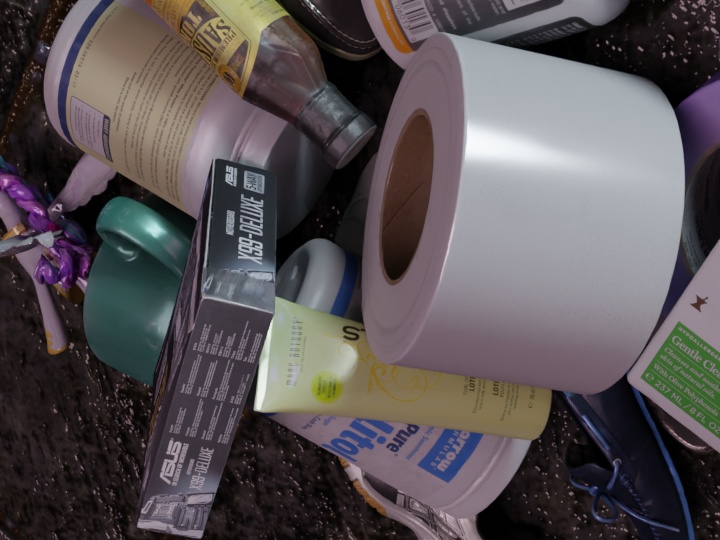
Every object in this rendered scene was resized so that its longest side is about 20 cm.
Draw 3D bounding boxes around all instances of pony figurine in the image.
[{"bbox_3d":[-0.266,-0.025,1.134,0.191,0.167,0.202,-6,123,43],"label":"pony figurine"}]

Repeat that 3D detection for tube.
[{"bbox_3d":[0.028,0.072,0.850,0.197,0.058,0.053,12,115,-15],"label":"tube"}]

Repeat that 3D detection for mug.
[{"bbox_3d":[-0.138,0.026,1.032,0.113,0.184,0.154,20,100,24],"label":"mug"}]

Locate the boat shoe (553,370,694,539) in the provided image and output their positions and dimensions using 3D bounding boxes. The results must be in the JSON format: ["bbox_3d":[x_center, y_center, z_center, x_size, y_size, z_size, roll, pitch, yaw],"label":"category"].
[{"bbox_3d":[0.173,0.125,0.928,0.202,0.068,0.084,63,171,-6],"label":"boat shoe"}]

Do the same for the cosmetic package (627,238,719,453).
[{"bbox_3d":[0.249,0.007,0.721,0.107,0.085,0.202,37,128,17],"label":"cosmetic package"}]

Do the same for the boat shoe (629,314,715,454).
[{"bbox_3d":[0.201,0.043,0.892,0.066,0.057,0.203,-13,103,37],"label":"boat shoe"}]

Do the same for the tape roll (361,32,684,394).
[{"bbox_3d":[0.091,-0.033,0.801,0.137,0.204,0.205,10,125,-15],"label":"tape roll"}]

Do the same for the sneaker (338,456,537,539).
[{"bbox_3d":[0.063,0.172,1.044,0.200,0.076,0.088,48,119,-3],"label":"sneaker"}]

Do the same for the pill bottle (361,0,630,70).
[{"bbox_3d":[0.104,-0.200,0.811,0.198,0.116,0.118,-12,104,36],"label":"pill bottle"}]

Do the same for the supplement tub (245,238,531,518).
[{"bbox_3d":[0.018,0.079,0.940,0.198,0.133,0.132,30,129,-15],"label":"supplement tub"}]

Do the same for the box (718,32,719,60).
[{"bbox_3d":[0.303,-0.180,0.686,0.197,0.114,0.134,10,117,30],"label":"box"}]

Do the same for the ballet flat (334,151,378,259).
[{"bbox_3d":[0.000,0.000,1.003,0.069,0.069,0.202,31,125,18],"label":"ballet flat"}]

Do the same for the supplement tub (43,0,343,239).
[{"bbox_3d":[-0.123,-0.123,0.979,0.198,0.145,0.147,30,125,19],"label":"supplement tub"}]

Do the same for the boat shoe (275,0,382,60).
[{"bbox_3d":[-0.046,-0.228,0.862,0.202,0.071,0.066,53,171,-7],"label":"boat shoe"}]

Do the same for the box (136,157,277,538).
[{"bbox_3d":[-0.103,0.053,0.876,0.049,0.159,0.202,12,125,-12],"label":"box"}]

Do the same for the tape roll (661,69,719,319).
[{"bbox_3d":[0.272,-0.036,0.793,0.197,0.085,0.203,14,118,27],"label":"tape roll"}]

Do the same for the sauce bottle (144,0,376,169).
[{"bbox_3d":[-0.072,-0.152,0.870,0.200,0.066,0.066,44,128,7],"label":"sauce bottle"}]
